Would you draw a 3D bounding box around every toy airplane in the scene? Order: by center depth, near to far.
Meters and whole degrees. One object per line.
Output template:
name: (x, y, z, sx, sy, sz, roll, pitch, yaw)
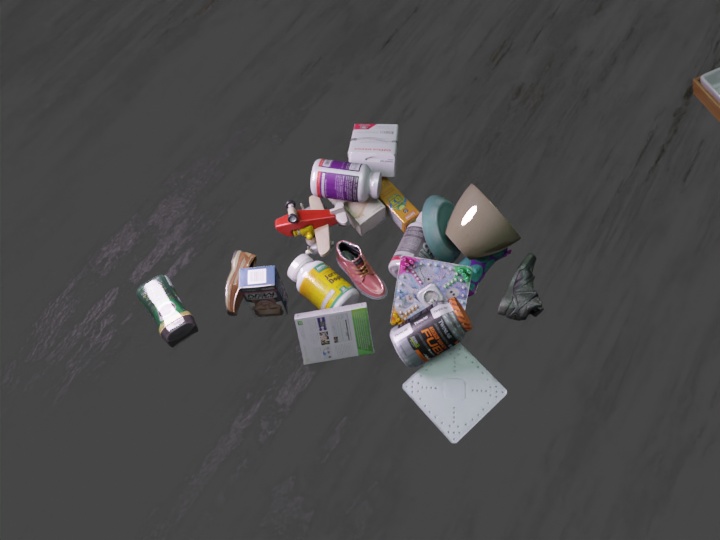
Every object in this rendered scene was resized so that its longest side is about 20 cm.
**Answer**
toy airplane: (-0.126, -0.133, 1.767, 0.198, 0.142, 0.200, 28, 47, 20)

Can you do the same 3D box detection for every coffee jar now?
coffee jar: (-0.547, 0.116, 1.703, 0.104, 0.086, 0.200, -32, 65, -15)

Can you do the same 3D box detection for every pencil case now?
pencil case: (0.337, -0.014, 1.707, 0.092, 0.085, 0.200, 37, 71, 20)

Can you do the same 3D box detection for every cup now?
cup: (0.317, -0.113, 1.629, 0.143, 0.200, 0.201, -43, 67, 10)

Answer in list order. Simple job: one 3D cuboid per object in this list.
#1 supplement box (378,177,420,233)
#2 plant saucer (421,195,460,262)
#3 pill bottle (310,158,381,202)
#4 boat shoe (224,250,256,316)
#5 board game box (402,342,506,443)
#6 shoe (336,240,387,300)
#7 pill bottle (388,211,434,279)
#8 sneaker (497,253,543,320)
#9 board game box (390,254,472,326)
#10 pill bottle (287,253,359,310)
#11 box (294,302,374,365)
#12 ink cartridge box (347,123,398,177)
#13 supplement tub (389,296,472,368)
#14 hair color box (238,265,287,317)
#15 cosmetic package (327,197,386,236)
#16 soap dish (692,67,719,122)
supplement box: (0.098, -0.210, 1.828, 0.066, 0.069, 0.200, -37, 69, -13)
plant saucer: (0.247, -0.122, 1.713, 0.036, 0.199, 0.202, -13, 56, 40)
pill bottle: (-0.041, -0.261, 1.757, 0.198, 0.113, 0.114, 9, 65, 9)
boat shoe: (-0.344, 0.033, 1.738, 0.073, 0.076, 0.202, 4, 65, 3)
board game box: (0.247, 0.316, 1.579, 0.199, 0.026, 0.200, -39, 68, -14)
shoe: (0.000, 0.000, 1.719, 0.071, 0.091, 0.200, -39, 68, -14)
pill bottle: (0.168, -0.068, 1.730, 0.110, 0.111, 0.201, 22, 68, 14)
sneaker: (0.469, 0.053, 1.673, 0.113, 0.076, 0.201, 24, 71, 13)
board game box: (0.192, 0.073, 1.639, 0.198, 0.026, 0.202, 10, 102, 6)
pill bottle: (-0.109, 0.044, 1.693, 0.200, 0.113, 0.113, 39, 72, 20)
box: (-0.069, 0.172, 1.622, 0.197, 0.146, 0.036, -8, 22, 0)
ink cartridge box: (0.043, -0.375, 1.861, 0.143, 0.084, 0.201, 3, 39, 5)
supplement tub: (0.188, 0.161, 1.580, 0.199, 0.122, 0.123, -33, 64, 13)
hair color box: (-0.263, 0.062, 1.646, 0.099, 0.201, 0.061, -5, 63, 2)
cosmetic package: (-0.020, -0.216, 1.836, 0.103, 0.073, 0.200, -37, 66, -13)
soap dish: (1.182, -0.557, 1.914, 0.156, 0.081, 0.201, -23, 65, -7)
